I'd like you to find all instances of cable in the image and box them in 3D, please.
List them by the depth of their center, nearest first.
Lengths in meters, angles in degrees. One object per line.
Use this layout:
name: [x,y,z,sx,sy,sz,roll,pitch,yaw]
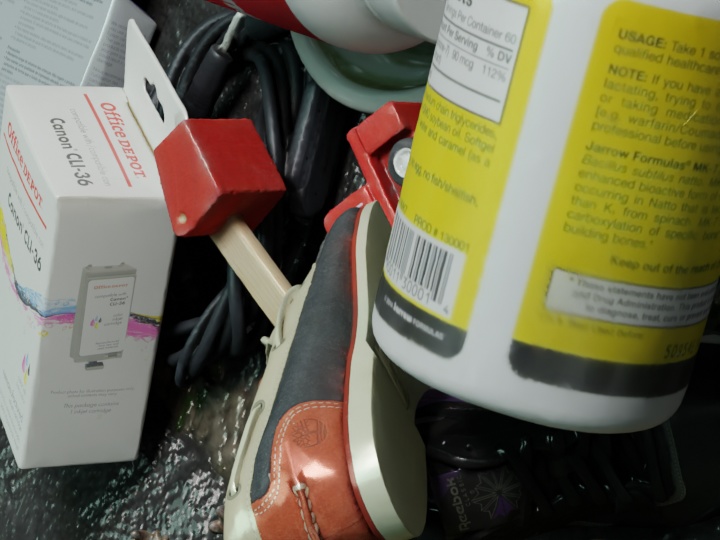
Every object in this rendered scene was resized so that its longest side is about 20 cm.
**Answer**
cable: [-0.078,-0.041,1.027,0.163,0.051,0.202,9,85,50]

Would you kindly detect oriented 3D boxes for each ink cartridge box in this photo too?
ink cartridge box: [-0.143,-0.015,1.021,0.117,0.067,0.201,-124,40,-51]
ink cartridge box: [-0.197,-0.128,1.199,0.199,0.040,0.201,28,98,49]

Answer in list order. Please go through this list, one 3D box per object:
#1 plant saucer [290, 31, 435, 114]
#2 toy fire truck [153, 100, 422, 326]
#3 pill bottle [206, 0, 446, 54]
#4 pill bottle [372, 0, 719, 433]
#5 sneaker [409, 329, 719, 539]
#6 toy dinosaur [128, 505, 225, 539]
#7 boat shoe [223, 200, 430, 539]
plant saucer: [0.046,-0.163,0.928,0.199,0.050,0.202,-20,63,44]
toy fire truck: [0.000,0.000,0.882,0.141,0.049,0.201,-36,71,34]
pill bottle: [-0.014,-0.157,0.869,0.200,0.112,0.113,26,97,50]
pill bottle: [0.079,-0.058,0.680,0.114,0.114,0.202,33,115,49]
sneaker: [0.070,0.078,0.758,0.199,0.087,0.076,-12,101,33]
toy dinosaur: [-0.056,0.182,0.875,0.086,0.199,0.136,94,156,-52]
boat shoe: [-0.010,0.039,0.750,0.062,0.071,0.200,-21,27,15]
